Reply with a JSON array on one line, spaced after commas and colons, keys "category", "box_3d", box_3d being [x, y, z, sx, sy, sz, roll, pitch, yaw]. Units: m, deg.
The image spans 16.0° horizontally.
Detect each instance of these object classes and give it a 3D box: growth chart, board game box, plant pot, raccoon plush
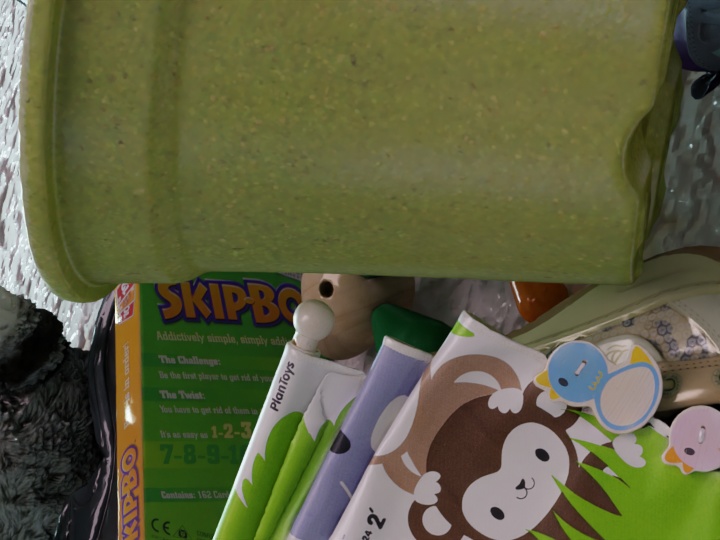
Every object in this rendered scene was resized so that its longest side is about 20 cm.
[{"category": "growth chart", "box_3d": [0.049, 0.085, 0.815, 0.018, 0.199, 0.145, -26, -46, -70]}, {"category": "board game box", "box_3d": [-0.054, 0.063, 1.042, 0.030, 0.095, 0.201, -38, 44, 43]}, {"category": "plant pot", "box_3d": [0.010, -0.074, 0.816, 0.200, 0.183, 0.201, 10, -90, -82]}, {"category": "raccoon plush", "box_3d": [-0.162, 0.098, 1.135, 0.096, 0.200, 0.135, -2, 69, 23]}]

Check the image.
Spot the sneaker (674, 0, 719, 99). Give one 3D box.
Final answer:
[{"category": "sneaker", "box_3d": [0.094, -0.159, 0.877, 0.087, 0.074, 0.201, -33, 77, 51]}]

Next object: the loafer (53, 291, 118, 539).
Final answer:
[{"category": "loafer", "box_3d": [-0.078, 0.069, 1.119, 0.072, 0.073, 0.201, 5, 84, 33]}]

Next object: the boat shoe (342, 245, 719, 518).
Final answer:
[{"category": "boat shoe", "box_3d": [0.050, 0.062, 0.848, 0.200, 0.073, 0.063, -32, 39, 22]}]

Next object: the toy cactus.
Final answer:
[{"category": "toy cactus", "box_3d": [0.000, 0.000, 0.979, 0.200, 0.102, 0.165, 55, 159, 12]}]

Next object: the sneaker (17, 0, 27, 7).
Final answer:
[{"category": "sneaker", "box_3d": [-0.091, -0.095, 1.100, 0.071, 0.200, 0.098, -48, -17, -83]}]
